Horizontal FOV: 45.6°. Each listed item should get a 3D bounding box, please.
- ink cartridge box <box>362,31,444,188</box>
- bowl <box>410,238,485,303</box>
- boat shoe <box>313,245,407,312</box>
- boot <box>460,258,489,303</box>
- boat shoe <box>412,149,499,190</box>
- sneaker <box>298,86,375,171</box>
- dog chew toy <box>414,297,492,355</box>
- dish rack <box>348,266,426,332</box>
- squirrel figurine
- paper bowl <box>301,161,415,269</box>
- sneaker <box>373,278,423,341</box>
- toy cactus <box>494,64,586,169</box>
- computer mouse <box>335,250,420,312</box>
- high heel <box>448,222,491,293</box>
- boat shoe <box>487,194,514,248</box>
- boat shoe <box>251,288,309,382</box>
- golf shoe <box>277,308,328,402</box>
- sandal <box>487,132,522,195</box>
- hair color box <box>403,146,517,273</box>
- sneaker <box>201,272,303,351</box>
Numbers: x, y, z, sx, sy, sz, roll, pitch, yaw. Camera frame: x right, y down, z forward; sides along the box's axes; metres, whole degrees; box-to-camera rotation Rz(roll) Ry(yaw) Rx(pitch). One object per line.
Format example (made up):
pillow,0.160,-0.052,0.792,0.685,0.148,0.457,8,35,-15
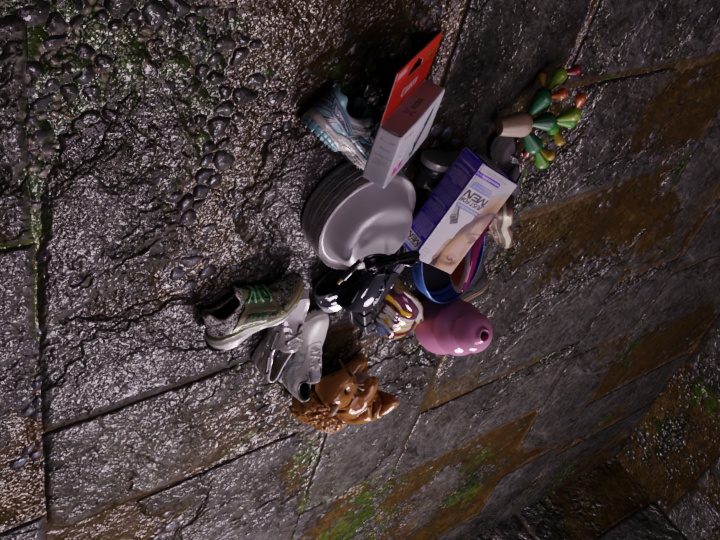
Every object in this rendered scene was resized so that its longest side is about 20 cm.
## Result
ink cartridge box,0.079,-0.243,1.286,0.200,0.043,0.175,-53,168,-50
bowl,0.168,-0.039,1.655,0.199,0.039,0.205,-21,119,-43
boat shoe,0.000,0.000,1.574,0.198,0.072,0.068,-30,150,-3
boot,0.184,0.028,1.815,0.199,0.077,0.140,-35,140,-20
boat shoe,0.175,-0.174,1.542,0.197,0.076,0.061,4,129,-34
sneaker,-0.003,-0.209,1.298,0.087,0.078,0.199,-50,148,11
dog chew toy,0.189,0.113,1.700,0.122,0.199,0.127,-3,97,-26
dish rack,0.067,0.031,1.698,0.198,0.055,0.155,-32,149,-18
squirrel figurine,-0.050,0.268,1.768,0.199,0.143,0.186,-37,162,15
paper bowl,0.007,-0.084,1.438,0.198,0.105,0.202,-27,147,-19
sneaker,0.067,0.085,1.623,0.090,0.075,0.200,-41,157,-6
toy cactus,0.319,-0.278,1.558,0.162,0.103,0.202,-10,139,-19
computer mouse,0.007,0.031,1.464,0.139,0.047,0.199,-4,155,-43
high heel,0.224,-0.056,1.625,0.095,0.067,0.204,5,97,-36
boat shoe,0.275,-0.103,1.754,0.073,0.076,0.203,-1,158,9
boat shoe,-0.134,0.123,1.575,0.070,0.070,0.202,-5,134,-41
golf shoe,-0.093,0.165,1.649,0.077,0.098,0.202,-9,136,-37
sandal,0.281,-0.192,1.653,0.075,0.045,0.201,-36,149,-7
hair color box,0.171,-0.102,1.499,0.108,0.065,0.201,20,113,-42
sneaker,-0.183,0.055,1.443,0.198,0.077,0.089,-34,140,-15
